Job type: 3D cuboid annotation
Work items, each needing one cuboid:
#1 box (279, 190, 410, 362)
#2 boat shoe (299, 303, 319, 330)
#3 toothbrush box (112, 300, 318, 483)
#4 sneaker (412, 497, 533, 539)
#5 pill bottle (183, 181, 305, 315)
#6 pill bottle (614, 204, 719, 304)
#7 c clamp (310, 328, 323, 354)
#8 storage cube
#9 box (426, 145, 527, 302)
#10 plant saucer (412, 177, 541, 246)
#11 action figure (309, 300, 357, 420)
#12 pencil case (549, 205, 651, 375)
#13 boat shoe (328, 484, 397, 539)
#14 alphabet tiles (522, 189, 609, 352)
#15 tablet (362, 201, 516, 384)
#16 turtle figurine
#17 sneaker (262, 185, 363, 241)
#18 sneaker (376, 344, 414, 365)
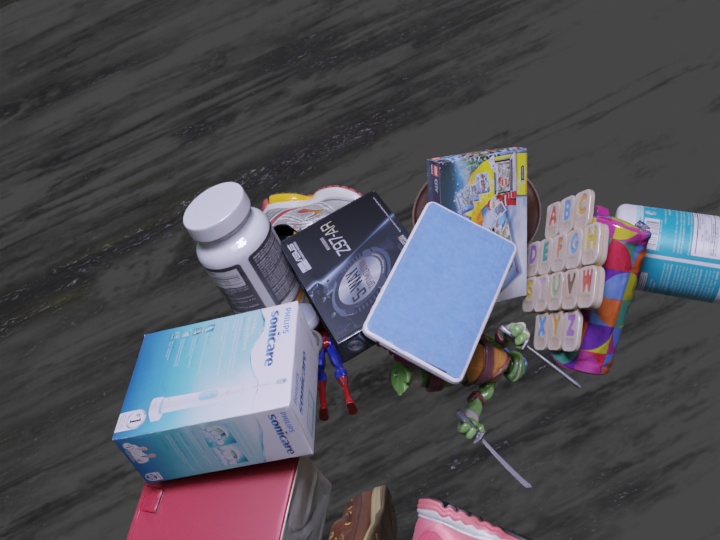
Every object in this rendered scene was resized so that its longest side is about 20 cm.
[{"bbox_3d":[0.000,0.000,0.890,0.157,0.044,0.201,-28,50,-8],"label":"box"},{"bbox_3d":[-0.132,0.123,0.949,0.197,0.067,0.070,-35,35,4],"label":"boat shoe"},{"bbox_3d":[-0.150,0.132,0.739,0.194,0.087,0.149,-14,40,9],"label":"toothbrush box"},{"bbox_3d":[0.147,0.337,0.773,0.195,0.074,0.089,16,76,26],"label":"sneaker"},{"bbox_3d":[-0.164,-0.017,0.962,0.113,0.203,0.118,-15,40,13],"label":"pill bottle"},{"bbox_3d":[0.433,-0.019,0.891,0.194,0.112,0.113,11,61,19],"label":"pill bottle"},{"bbox_3d":[-0.136,0.114,0.854,0.169,0.028,0.198,-36,33,-27],"label":"c clamp"},{"bbox_3d":[-0.147,0.300,0.791,0.174,0.172,0.205,5,59,15],"label":"storage cube"},{"bbox_3d":[0.159,-0.055,0.903,0.133,0.206,0.038,-11,18,-19],"label":"box"},{"bbox_3d":[0.177,-0.081,1.033,0.194,0.037,0.206,-6,58,10],"label":"plant saucer"},{"bbox_3d":[-0.050,0.115,0.958,0.063,0.052,0.204,-13,52,-2],"label":"action figure"},{"bbox_3d":[0.301,0.028,0.850,0.086,0.088,0.206,18,104,23],"label":"pencil case"},{"bbox_3d":[-0.002,0.314,0.757,0.066,0.200,0.074,-15,97,10],"label":"boat shoe"},{"bbox_3d":[0.257,0.003,0.864,0.014,0.200,0.202,9,83,-9],"label":"alphabet tiles"},{"bbox_3d":[0.098,0.020,0.799,0.128,0.014,0.203,27,63,6],"label":"tablet"},{"bbox_3d":[0.147,0.130,0.819,0.189,0.145,0.204,12,46,-20],"label":"turtle figurine"},{"bbox_3d":[-0.068,-0.077,1.072,0.194,0.078,0.084,-6,60,20],"label":"sneaker"},{"bbox_3d":[0.038,0.061,0.945,0.197,0.082,0.089,32,56,3],"label":"sneaker"}]
